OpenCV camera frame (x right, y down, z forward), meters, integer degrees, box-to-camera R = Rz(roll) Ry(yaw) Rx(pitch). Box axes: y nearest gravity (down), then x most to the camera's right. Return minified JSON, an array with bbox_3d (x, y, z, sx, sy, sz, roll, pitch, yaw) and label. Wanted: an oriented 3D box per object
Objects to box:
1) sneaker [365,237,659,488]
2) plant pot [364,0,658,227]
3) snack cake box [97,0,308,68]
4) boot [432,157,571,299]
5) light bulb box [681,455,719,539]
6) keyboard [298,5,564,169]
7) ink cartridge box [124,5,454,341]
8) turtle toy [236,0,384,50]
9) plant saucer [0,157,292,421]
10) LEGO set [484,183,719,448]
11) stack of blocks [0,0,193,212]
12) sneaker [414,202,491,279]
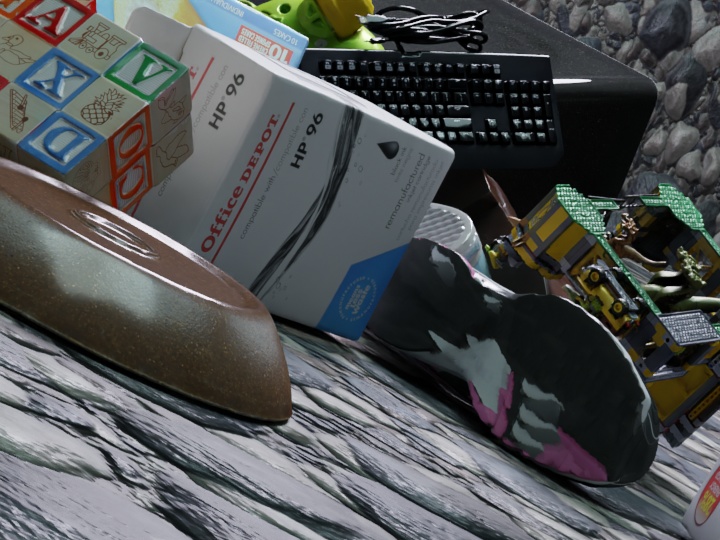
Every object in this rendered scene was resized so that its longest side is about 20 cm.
[{"bbox_3d":[0.090,0.051,1.505,0.200,0.080,0.086,41,2,40],"label":"sneaker"},{"bbox_3d":[0.050,-0.080,1.981,0.199,0.201,0.177,33,20,36],"label":"plant pot"},{"bbox_3d":[-0.141,-0.111,1.537,0.199,0.116,0.067,27,-33,-10],"label":"snack cake box"},{"bbox_3d":[0.113,0.042,1.769,0.200,0.064,0.187,52,19,-47],"label":"boot"},{"bbox_3d":[0.285,0.139,1.395,0.199,0.125,0.198,28,6,-8],"label":"light bulb box"},{"bbox_3d":[0.036,-0.114,1.712,0.199,0.105,0.040,-1,-19,-30],"label":"keyboard"},{"bbox_3d":[-0.054,-0.046,1.444,0.068,0.117,0.199,32,8,38],"label":"ink cartridge box"},{"bbox_3d":[-0.026,-0.081,1.782,0.201,0.145,0.101,59,0,4],"label":"turtle toy"},{"bbox_3d":[-0.109,-0.001,1.189,0.199,0.037,0.200,28,5,-3],"label":"plant saucer"},{"bbox_3d":[0.142,0.035,1.633,0.154,0.116,0.200,50,25,12],"label":"LEGO set"},{"bbox_3d":[-0.172,-0.104,1.343,0.199,0.115,0.059,32,-34,24],"label":"stack of blocks"},{"bbox_3d":[0.000,0.000,1.653,0.199,0.074,0.082,21,-41,50],"label":"sneaker"}]
